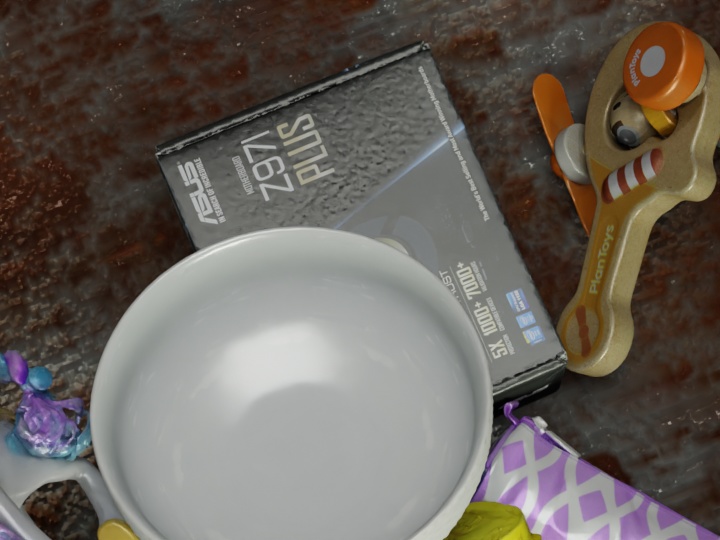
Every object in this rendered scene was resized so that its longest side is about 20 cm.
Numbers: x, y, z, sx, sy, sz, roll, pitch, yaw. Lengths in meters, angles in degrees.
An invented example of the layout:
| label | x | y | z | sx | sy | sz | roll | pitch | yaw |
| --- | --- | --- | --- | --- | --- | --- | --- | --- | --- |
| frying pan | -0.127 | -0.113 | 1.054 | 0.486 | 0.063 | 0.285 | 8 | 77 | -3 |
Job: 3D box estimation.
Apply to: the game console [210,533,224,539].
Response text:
| label | x | y | z | sx | sy | sz | roll | pitch | yaw |
| --- | --- | --- | --- | --- | --- | --- | --- | --- | --- |
| game console | -0.124 | 0.258 | 1.309 | 0.172 | 0.119 | 0.200 | -16 | 77 | -3 |

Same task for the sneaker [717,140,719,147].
| label | x | y | z | sx | sy | sz | roll | pitch | yaw |
| --- | --- | --- | --- | --- | --- | --- | --- | --- | --- |
| sneaker | 0.282 | -0.132 | 1.421 | 0.200 | 0.095 | 0.079 | -30 | 103 | 16 |

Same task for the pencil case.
| label | x | y | z | sx | sy | sz | roll | pitch | yaw |
| --- | --- | --- | --- | --- | --- | --- | --- | --- | --- |
| pencil case | 0.144 | 0.150 | 1.347 | 0.200 | 0.084 | 0.086 | 29 | 88 | 3 |

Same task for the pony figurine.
| label | x | y | z | sx | sy | sz | roll | pitch | yaw |
| --- | --- | --- | --- | --- | --- | --- | --- | --- | --- |
| pony figurine | -0.202 | 0.101 | 1.238 | 0.167 | 0.193 | 0.200 | -41 | 78 | 22 |

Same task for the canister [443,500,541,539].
| label | x | y | z | sx | sy | sz | roll | pitch | yaw |
| --- | --- | --- | --- | --- | --- | --- | --- | --- | --- |
| canister | 0.047 | 0.240 | 1.281 | 0.148 | 0.087 | 0.200 | -25 | 103 | -25 |

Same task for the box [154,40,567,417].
| label | x | y | z | sx | sy | sz | roll | pitch | yaw |
| --- | --- | --- | --- | --- | --- | --- | --- | --- | --- |
| box | 0.000 | 0.000 | 1.384 | 0.164 | 0.086 | 0.200 | -22 | 78 | -4 |

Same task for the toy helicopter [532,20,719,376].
| label | x | y | z | sx | sy | sz | roll | pitch | yaw |
| --- | --- | --- | --- | --- | --- | --- | --- | --- | --- |
| toy helicopter | 0.140 | -0.041 | 1.387 | 0.079 | 0.132 | 0.200 | 19 | 83 | -38 |

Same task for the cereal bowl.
| label | x | y | z | sx | sy | sz | roll | pitch | yaw |
| --- | --- | --- | --- | --- | --- | --- | --- | --- | --- |
| cereal bowl | -0.032 | 0.081 | 1.269 | 0.200 | 0.083 | 0.200 | -2 | 62 | 4 |
